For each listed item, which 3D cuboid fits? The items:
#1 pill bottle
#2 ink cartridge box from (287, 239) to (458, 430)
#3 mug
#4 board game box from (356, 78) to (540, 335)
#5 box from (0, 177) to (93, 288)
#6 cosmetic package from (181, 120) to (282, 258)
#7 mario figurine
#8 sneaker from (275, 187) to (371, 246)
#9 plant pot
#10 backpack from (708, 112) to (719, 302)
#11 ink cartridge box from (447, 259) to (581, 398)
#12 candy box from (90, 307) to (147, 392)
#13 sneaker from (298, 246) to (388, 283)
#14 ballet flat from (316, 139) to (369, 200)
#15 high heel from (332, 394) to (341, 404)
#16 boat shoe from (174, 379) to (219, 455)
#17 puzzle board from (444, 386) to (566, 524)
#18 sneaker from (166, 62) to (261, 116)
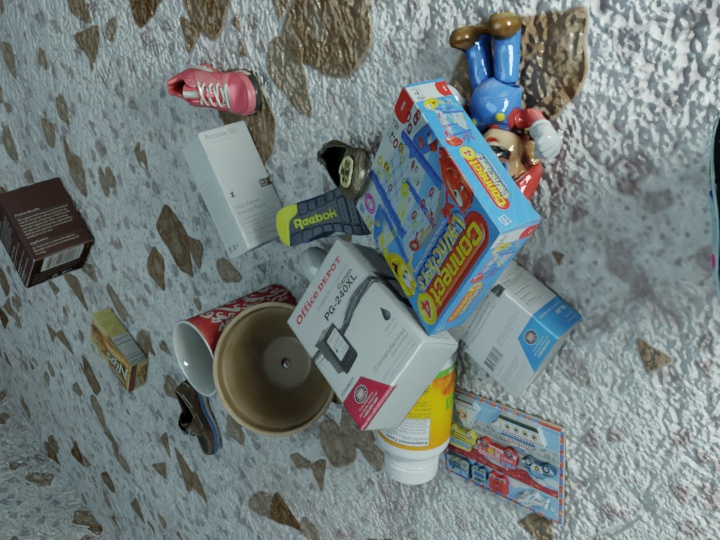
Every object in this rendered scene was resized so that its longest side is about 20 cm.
[{"bbox_3d":[0.077,0.196,0.945,0.110,0.110,0.205,19,118,38],"label":"pill bottle"},{"bbox_3d":[0.008,0.080,0.855,0.200,0.082,0.147,48,114,35],"label":"ink cartridge box"},{"bbox_3d":[-0.203,0.131,1.153,0.131,0.198,0.182,6,115,43],"label":"mug"},{"bbox_3d":[0.084,-0.065,0.738,0.198,0.055,0.201,61,150,25],"label":"board game box"},{"bbox_3d":[-0.828,-0.098,1.724,0.203,0.164,0.164,58,139,7],"label":"box"},{"bbox_3d":[-0.205,-0.135,1.099,0.073,0.101,0.204,-19,97,48],"label":"cosmetic package"},{"bbox_3d":[0.142,-0.163,0.709,0.123,0.103,0.205,-155,54,-80],"label":"mario figurine"},{"bbox_3d":[-0.027,-0.086,0.962,0.196,0.082,0.076,-6,97,27],"label":"sneaker"},{"bbox_3d":[-0.126,0.150,1.046,0.195,0.093,0.207,0,90,6],"label":"plant pot"},{"bbox_3d":[0.366,-0.039,0.504,0.175,0.149,0.206,8,108,46],"label":"backpack"},{"bbox_3d":[0.158,0.042,0.826,0.200,0.067,0.117,43,134,23],"label":"ink cartridge box"},{"bbox_3d":[-0.650,0.213,1.776,0.200,0.055,0.117,45,135,21],"label":"candy box"},{"bbox_3d":[0.000,0.000,0.977,0.198,0.073,0.117,36,131,16],"label":"sneaker"},{"bbox_3d":[-0.026,-0.139,0.869,0.200,0.045,0.069,-118,44,-68],"label":"ballet flat"},{"bbox_3d":[-0.024,0.142,1.044,0.196,0.072,0.145,4,129,38],"label":"high heel"},{"bbox_3d":[-0.393,0.353,1.561,0.071,0.072,0.205,0,109,46],"label":"boat shoe"},{"bbox_3d":[0.196,0.257,0.935,0.197,0.017,0.154,14,119,41],"label":"puzzle board"},{"bbox_3d":[-0.239,-0.284,1.069,0.197,0.086,0.075,21,125,38],"label":"sneaker"}]
